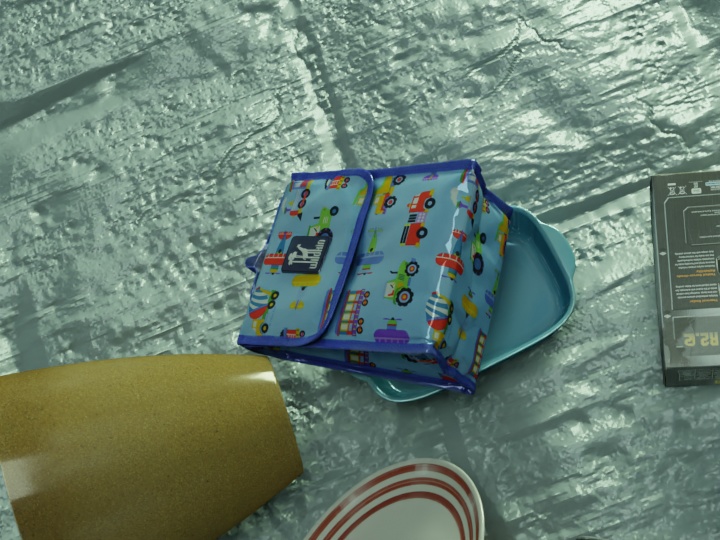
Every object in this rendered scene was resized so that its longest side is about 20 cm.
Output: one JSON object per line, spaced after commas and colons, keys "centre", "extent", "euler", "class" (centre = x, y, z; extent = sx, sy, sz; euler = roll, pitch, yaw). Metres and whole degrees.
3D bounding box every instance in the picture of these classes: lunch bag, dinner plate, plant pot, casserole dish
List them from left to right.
{"centre": [-0.149, 0.139, 0.901], "extent": [0.198, 0.187, 0.188], "euler": [-17, 64, -7], "class": "plant pot"}
{"centre": [0.000, 0.000, 0.929], "extent": [0.198, 0.094, 0.152], "euler": [4, 69, 29], "class": "lunch bag"}
{"centre": [0.011, 0.221, 0.846], "extent": [0.199, 0.024, 0.201], "euler": [-35, 29, 23], "class": "dinner plate"}
{"centre": [0.077, 0.031, 0.952], "extent": [0.199, 0.039, 0.122], "euler": [-26, 63, 2], "class": "casserole dish"}

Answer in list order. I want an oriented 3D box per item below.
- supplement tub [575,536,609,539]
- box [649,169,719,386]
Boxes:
{"centre": [0.148, 0.282, 0.789], "extent": [0.106, 0.107, 0.202], "euler": [15, 72, 20], "class": "supplement tub"}
{"centre": [0.321, 0.001, 0.896], "extent": [0.198, 0.048, 0.160], "euler": [-4, 67, 13], "class": "box"}
